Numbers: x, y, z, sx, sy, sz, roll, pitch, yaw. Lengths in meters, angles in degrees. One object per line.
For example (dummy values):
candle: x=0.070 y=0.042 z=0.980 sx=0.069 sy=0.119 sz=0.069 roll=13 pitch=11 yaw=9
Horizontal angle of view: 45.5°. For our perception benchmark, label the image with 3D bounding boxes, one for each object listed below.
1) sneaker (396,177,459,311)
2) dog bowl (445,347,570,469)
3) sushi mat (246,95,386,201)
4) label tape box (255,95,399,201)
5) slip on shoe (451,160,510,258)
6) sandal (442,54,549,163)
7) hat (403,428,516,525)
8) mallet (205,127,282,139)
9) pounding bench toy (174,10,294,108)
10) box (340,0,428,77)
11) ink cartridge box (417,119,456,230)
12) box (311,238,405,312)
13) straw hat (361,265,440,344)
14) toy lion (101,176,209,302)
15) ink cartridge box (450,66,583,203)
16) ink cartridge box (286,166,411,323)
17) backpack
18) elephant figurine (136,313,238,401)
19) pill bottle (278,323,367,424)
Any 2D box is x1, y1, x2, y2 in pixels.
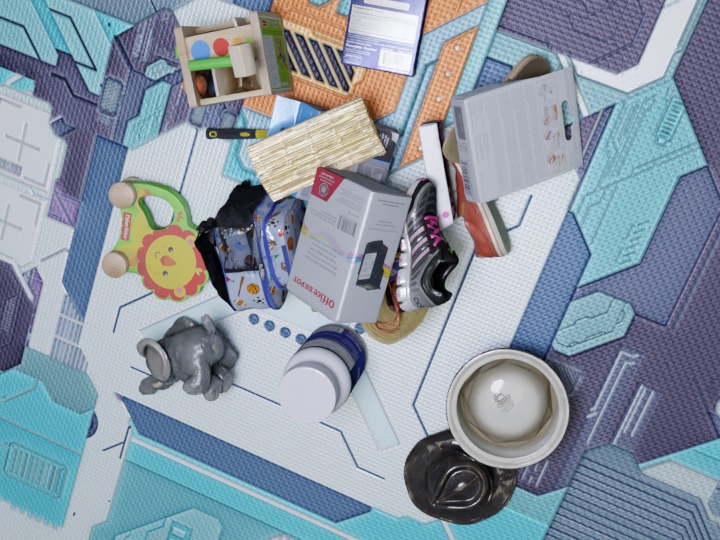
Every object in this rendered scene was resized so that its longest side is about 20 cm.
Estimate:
sneaker: x=0.107 y=-0.037 z=1.278 sx=0.087 sy=0.074 sz=0.202 roll=3 pitch=89 yaw=33
dog bowl: x=0.242 y=0.219 z=1.418 sx=0.198 sy=0.074 sz=0.202 roll=1 pitch=98 yaw=10
sushi mat: x=-0.069 y=-0.187 z=1.327 sx=0.199 sy=0.012 sz=0.096 roll=-23 pitch=110 yaw=5
label tape box: x=-0.055 y=-0.180 z=1.371 sx=0.199 sy=0.063 sz=0.145 roll=14 pitch=107 yaw=-10
slip on shoe: x=0.176 y=-0.109 z=1.364 sx=0.061 sy=0.074 sz=0.201 roll=-19 pitch=102 yaw=25
sandal: x=0.198 y=-0.252 z=1.331 sx=0.212 sy=0.070 sz=0.078 roll=-45 pitch=123 yaw=1
hat: x=0.167 y=0.370 z=1.478 sx=0.199 sy=0.081 sz=0.202 roll=3 pitch=106 yaw=12
mallet: x=-0.165 y=-0.237 z=1.428 sx=0.198 sy=0.041 sz=0.066 roll=10 pitch=107 yaw=14
pounding bench toy: x=-0.213 y=-0.323 z=1.329 sx=0.155 sy=0.200 sz=0.125 roll=-6 pitch=103 yaw=13
box: x=0.044 y=-0.413 z=1.336 sx=0.120 sy=0.032 sz=0.201 roll=13 pitch=108 yaw=9
ink cartridge box: x=0.125 y=-0.134 z=1.353 sx=0.037 sy=0.095 sz=0.202 roll=-7 pitch=102 yaw=10
box: x=0.000 y=0.000 z=1.386 sx=0.200 sy=0.070 sz=0.065 roll=-35 pitch=60 yaw=38
straw hat: x=0.085 y=0.026 z=1.403 sx=0.200 sy=0.085 sz=0.203 roll=-17 pitch=67 yaw=45
toy lion: x=-0.347 y=-0.049 z=1.506 sx=0.190 sy=0.069 sz=0.202 roll=11 pitch=106 yaw=3
ink cartridge box: x=0.239 y=-0.208 z=1.299 sx=0.199 sy=0.047 sz=0.161 roll=-21 pitch=112 yaw=-21
ink cartridge box: x=-0.021 y=-0.039 z=1.295 sx=0.145 sy=0.082 sz=0.201 roll=30 pitch=109 yaw=47
backpack: x=-0.163 y=-0.032 z=1.409 sx=0.153 sy=0.200 sz=0.192 roll=6 pitch=118 yaw=12
elephant figurine: x=-0.330 y=0.153 z=1.522 sx=0.199 sy=0.141 sz=0.156 roll=9 pitch=77 yaw=26
pill bottle: x=-0.062 y=0.169 z=1.417 sx=0.115 sy=0.200 sz=0.117 roll=3 pitch=105 yaw=12
